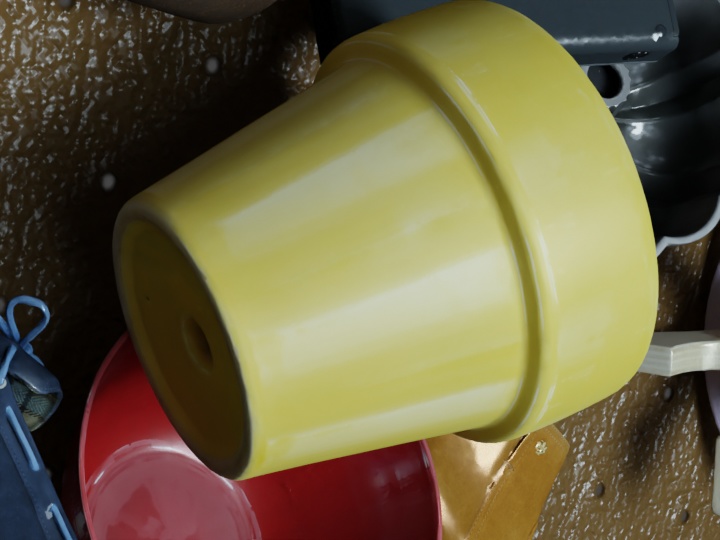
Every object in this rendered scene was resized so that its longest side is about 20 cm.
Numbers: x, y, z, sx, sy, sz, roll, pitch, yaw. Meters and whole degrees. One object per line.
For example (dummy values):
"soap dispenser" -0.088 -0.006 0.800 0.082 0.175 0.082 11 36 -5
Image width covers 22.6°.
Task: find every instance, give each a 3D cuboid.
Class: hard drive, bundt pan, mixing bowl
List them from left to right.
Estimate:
"mixing bowl" -0.070 0.119 0.885 0.199 0.108 0.201 16 60 -30
"hard drive" 0.064 -0.175 0.941 0.199 0.033 0.141 -5 79 -24
"bundt pan" 0.119 -0.095 1.004 0.201 0.076 0.203 6 74 -21

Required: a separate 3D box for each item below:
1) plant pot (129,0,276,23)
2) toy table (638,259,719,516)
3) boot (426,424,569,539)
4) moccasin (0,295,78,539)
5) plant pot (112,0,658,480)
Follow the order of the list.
"plant pot" -0.100 -0.199 0.784 0.200 0.186 0.188 40 73 -52
"toy table" 0.259 0.057 1.134 0.117 0.183 0.202 -14 96 -53
"boot" 0.085 0.164 1.068 0.144 0.071 0.201 -51 121 -16
"moccasin" -0.163 0.064 0.796 0.068 0.081 0.201 -13 75 -13
"plant pot" 0.000 0.000 0.810 0.188 0.200 0.202 -23 114 -25
